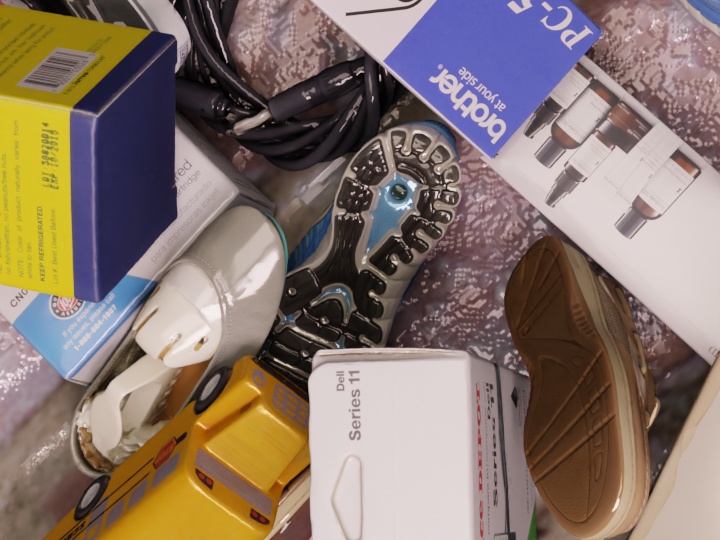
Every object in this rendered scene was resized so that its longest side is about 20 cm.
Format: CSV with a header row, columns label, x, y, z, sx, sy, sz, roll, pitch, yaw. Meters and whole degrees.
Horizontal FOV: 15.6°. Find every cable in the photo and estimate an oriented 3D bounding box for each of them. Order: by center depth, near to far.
label,x,y,z,sx,sy,sz,roll,pitch,yaw
cable,-0.029,-0.159,1.449,0.163,0.051,0.200,32,100,28

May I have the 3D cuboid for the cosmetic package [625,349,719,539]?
label,x,y,z,sx,sy,sz,roll,pitch,yaw
cosmetic package,0.183,0.119,1.334,0.073,0.104,0.200,27,108,8

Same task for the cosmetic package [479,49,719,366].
label,x,y,z,sx,sy,sz,roll,pitch,yaw
cosmetic package,0.165,-0.023,1.412,0.200,0.051,0.083,42,95,14

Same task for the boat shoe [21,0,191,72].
label,x,y,z,sx,sy,sz,roll,pitch,yaw
boat shoe,-0.177,-0.173,1.423,0.200,0.069,0.057,45,62,11

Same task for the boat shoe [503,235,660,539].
label,x,y,z,sx,sy,sz,roll,pitch,yaw
boat shoe,0.126,0.062,1.354,0.071,0.064,0.200,-47,32,31

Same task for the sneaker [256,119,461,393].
label,x,y,z,sx,sy,sz,roll,pitch,yaw
sneaker,0.000,0.000,1.439,0.078,0.090,0.200,37,113,0

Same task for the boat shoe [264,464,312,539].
label,x,y,z,sx,sy,sz,roll,pitch,yaw
boat shoe,-0.053,0.168,1.443,0.072,0.072,0.200,39,93,-17

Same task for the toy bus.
label,x,y,z,sx,sy,sz,roll,pitch,yaw
toy bus,-0.102,0.133,1.404,0.065,0.078,0.200,38,121,-18

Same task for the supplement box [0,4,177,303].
label,x,y,z,sx,sy,sz,roll,pitch,yaw
supplement box,-0.206,-0.071,1.369,0.200,0.110,0.109,11,120,15

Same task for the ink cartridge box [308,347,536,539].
label,x,y,z,sx,sy,sz,roll,pitch,yaw
ink cartridge box,0.036,0.119,1.351,0.083,0.200,0.147,-2,84,13

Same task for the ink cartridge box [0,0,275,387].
label,x,y,z,sx,sy,sz,roll,pitch,yaw
ink cartridge box,-0.172,-0.054,1.478,0.200,0.084,0.145,44,95,14

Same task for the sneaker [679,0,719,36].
label,x,y,z,sx,sy,sz,roll,pitch,yaw
sneaker,0.155,-0.193,1.403,0.200,0.089,0.079,25,81,9

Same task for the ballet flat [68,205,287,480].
label,x,y,z,sx,sy,sz,roll,pitch,yaw
ballet flat,-0.102,0.047,1.414,0.067,0.064,0.200,49,132,19

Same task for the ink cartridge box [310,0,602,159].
label,x,y,z,sx,sy,sz,roll,pitch,yaw
ink cartridge box,0.027,-0.156,1.370,0.094,0.044,0.200,-48,120,2
